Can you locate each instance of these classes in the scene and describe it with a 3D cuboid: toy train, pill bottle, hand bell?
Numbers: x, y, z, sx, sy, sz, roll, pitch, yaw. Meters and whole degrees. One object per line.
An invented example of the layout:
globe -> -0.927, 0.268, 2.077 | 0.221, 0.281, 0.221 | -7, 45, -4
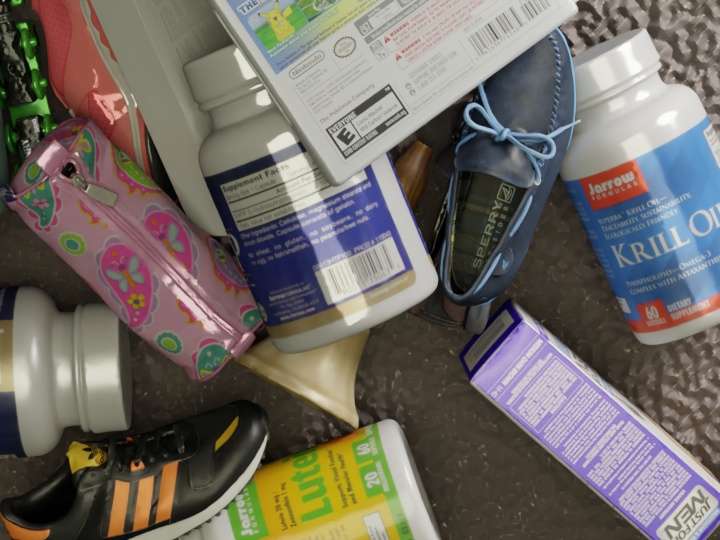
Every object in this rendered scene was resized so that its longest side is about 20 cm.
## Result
toy train -> -0.241, -0.147, 1.690 | 0.041, 0.056, 0.202 | -12, 98, 5
pill bottle -> 0.202, -0.060, 1.680 | 0.112, 0.112, 0.201 | -26, 98, 3
pill bottle -> -0.049, 0.190, 1.714 | 0.198, 0.111, 0.112 | -21, 98, 2
pill bottle -> -0.038, -0.059, 1.594 | 0.119, 0.120, 0.201 | -22, 96, 3
pill bottle -> -0.263, 0.072, 1.691 | 0.198, 0.120, 0.121 | -4, 98, 0
hand bell -> 0.000, 0.000, 1.712 | 0.104, 0.104, 0.201 | 29, 85, -5

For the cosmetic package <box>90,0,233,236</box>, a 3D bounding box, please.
cosmetic package -> -0.113, -0.130, 1.655 | 0.050, 0.082, 0.201 | 0, 122, 43

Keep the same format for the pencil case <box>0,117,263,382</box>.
pencil case -> -0.152, -0.016, 1.647 | 0.087, 0.087, 0.200 | -42, 108, 5

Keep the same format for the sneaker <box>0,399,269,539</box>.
sneaker -> -0.158, 0.143, 1.675 | 0.199, 0.070, 0.090 | -34, 126, 9

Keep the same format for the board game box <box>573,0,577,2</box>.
board game box -> 0.042, -0.231, 1.571 | 0.126, 0.035, 0.201 | -31, 97, -4

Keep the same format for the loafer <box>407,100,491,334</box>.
loafer -> 0.074, -0.056, 1.702 | 0.062, 0.072, 0.202 | 9, 101, 2

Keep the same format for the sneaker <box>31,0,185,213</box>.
sneaker -> -0.172, -0.123, 1.699 | 0.086, 0.074, 0.202 | -6, 109, 33

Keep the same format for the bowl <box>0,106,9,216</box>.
bowl -> -0.319, -0.057, 1.650 | 0.199, 0.201, 0.106 | -24, 117, 3

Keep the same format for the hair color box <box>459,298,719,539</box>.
hair color box -> 0.165, 0.112, 1.706 | 0.200, 0.109, 0.065 | 42, 94, -7

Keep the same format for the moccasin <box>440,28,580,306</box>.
moccasin -> 0.101, -0.068, 1.623 | 0.080, 0.068, 0.202 | 12, 103, 17

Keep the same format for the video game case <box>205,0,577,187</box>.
video game case -> 0.011, -0.184, 1.529 | 0.199, 0.022, 0.183 | -36, 97, -11
